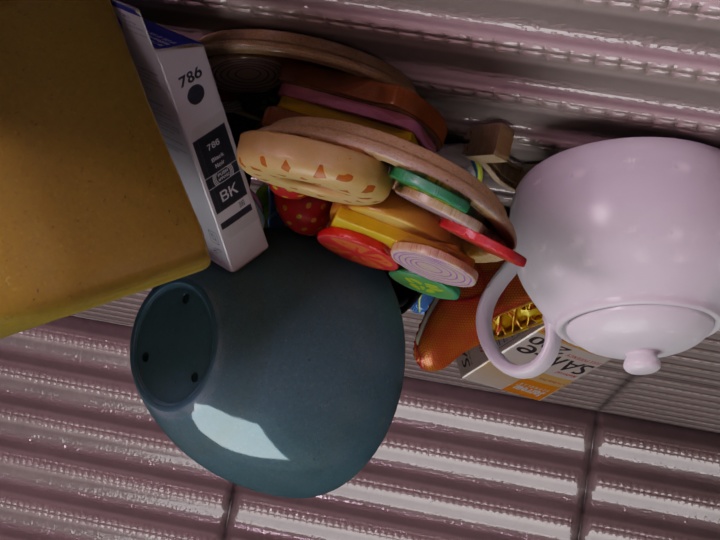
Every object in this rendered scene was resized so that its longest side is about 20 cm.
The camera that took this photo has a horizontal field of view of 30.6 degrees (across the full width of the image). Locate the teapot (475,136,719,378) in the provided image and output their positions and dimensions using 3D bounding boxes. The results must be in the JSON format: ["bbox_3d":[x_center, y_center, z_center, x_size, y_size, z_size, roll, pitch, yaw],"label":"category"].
[{"bbox_3d":[0.196,0.003,0.956,0.194,0.148,0.200,4,162,-5],"label":"teapot"}]

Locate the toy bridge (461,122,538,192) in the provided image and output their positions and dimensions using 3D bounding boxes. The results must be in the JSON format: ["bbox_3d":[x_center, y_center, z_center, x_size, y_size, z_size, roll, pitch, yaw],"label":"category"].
[{"bbox_3d":[0.150,-0.070,1.036,0.199,0.028,0.067,19,169,-40],"label":"toy bridge"}]

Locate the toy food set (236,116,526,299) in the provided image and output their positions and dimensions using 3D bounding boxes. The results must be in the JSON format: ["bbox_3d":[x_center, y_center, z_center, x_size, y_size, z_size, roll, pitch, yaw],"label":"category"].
[{"bbox_3d":[0.012,-0.040,0.858,0.196,0.049,0.200,21,167,-2],"label":"toy food set"}]

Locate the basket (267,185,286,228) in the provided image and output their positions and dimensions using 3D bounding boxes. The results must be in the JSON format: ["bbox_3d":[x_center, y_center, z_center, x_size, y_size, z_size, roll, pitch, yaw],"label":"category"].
[{"bbox_3d":[-0.076,-0.022,1.137,0.197,0.179,0.139,4,160,-4],"label":"basket"}]

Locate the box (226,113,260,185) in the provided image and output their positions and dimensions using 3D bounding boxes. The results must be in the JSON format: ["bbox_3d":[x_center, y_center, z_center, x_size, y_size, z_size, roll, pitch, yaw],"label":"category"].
[{"bbox_3d":[-0.196,-0.094,1.000,0.147,0.126,0.199,3,169,37],"label":"box"}]

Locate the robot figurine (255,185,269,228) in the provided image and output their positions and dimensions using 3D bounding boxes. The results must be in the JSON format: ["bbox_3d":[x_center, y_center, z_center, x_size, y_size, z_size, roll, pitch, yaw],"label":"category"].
[{"bbox_3d":[-0.062,-0.008,1.279,0.197,0.177,0.116,-14,151,7],"label":"robot figurine"}]

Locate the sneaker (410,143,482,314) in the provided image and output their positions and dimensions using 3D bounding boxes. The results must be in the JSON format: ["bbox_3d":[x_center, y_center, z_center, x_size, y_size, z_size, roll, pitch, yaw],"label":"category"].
[{"bbox_3d":[0.067,-0.027,1.078,0.075,0.106,0.200,-8,163,-3],"label":"sneaker"}]

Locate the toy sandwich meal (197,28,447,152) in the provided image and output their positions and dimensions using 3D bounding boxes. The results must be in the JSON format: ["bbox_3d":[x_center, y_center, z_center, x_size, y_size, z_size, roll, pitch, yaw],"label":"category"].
[{"bbox_3d":[-0.038,-0.104,0.920,0.202,0.071,0.205,11,171,2],"label":"toy sandwich meal"}]

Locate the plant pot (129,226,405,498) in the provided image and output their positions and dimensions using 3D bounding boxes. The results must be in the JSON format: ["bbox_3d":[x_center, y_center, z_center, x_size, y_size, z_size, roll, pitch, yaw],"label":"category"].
[{"bbox_3d":[-0.085,0.059,0.943,0.198,0.203,0.134,3,174,41],"label":"plant pot"}]

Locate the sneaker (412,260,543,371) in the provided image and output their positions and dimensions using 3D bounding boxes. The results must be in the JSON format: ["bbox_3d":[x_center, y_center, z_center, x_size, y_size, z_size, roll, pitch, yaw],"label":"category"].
[{"bbox_3d":[0.126,0.017,1.070,0.077,0.199,0.073,44,166,34],"label":"sneaker"}]

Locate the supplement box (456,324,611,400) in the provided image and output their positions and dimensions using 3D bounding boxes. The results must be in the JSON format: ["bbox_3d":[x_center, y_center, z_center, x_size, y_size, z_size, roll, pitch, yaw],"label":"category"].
[{"bbox_3d":[0.192,0.035,1.198,0.125,0.074,0.199,18,137,-42],"label":"supplement box"}]

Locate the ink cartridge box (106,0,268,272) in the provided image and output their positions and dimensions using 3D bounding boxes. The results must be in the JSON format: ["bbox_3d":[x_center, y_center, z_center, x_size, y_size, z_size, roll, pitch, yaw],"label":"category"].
[{"bbox_3d":[-0.126,-0.100,0.865,0.099,0.039,0.202,30,146,43],"label":"ink cartridge box"}]

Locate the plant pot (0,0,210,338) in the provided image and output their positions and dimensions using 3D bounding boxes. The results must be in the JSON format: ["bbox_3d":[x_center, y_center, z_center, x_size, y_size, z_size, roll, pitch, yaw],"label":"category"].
[{"bbox_3d":[-0.247,-0.041,0.780,0.193,0.198,0.199,-16,-171,40],"label":"plant pot"}]

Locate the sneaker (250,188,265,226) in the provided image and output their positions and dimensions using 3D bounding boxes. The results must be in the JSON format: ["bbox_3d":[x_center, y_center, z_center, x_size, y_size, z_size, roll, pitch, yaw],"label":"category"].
[{"bbox_3d":[-0.178,-0.077,1.252,0.198,0.080,0.095,21,179,8],"label":"sneaker"}]

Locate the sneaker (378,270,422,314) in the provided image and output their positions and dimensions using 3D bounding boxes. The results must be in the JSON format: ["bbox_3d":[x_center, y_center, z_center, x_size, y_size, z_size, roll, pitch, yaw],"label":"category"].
[{"bbox_3d":[0.000,0.000,1.006,0.199,0.084,0.077,-35,116,28],"label":"sneaker"}]
